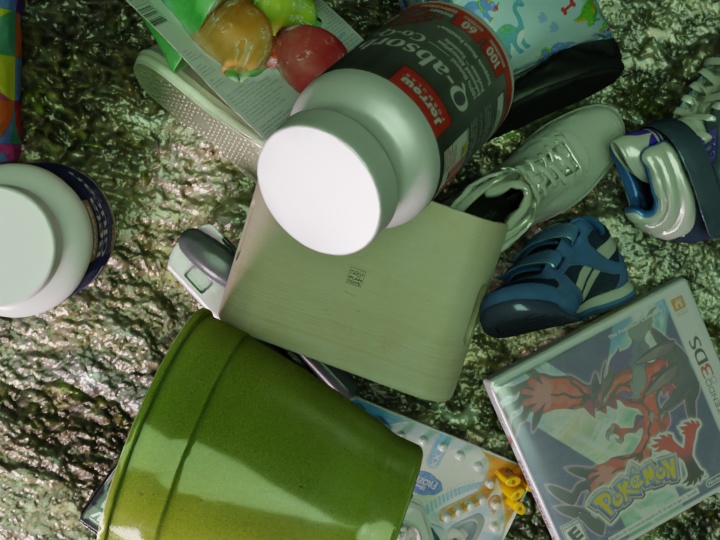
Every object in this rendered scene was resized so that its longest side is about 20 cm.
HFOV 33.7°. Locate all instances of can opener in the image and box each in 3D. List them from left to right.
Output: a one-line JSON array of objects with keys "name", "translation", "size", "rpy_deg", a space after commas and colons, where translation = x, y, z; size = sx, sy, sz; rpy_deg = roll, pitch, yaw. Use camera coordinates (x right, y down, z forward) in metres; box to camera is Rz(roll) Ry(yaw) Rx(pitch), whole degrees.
[{"name": "can opener", "translation": [-0.081, 0.046, 0.977], "size": [0.053, 0.067, 0.200], "rpy_deg": [-42, 96, 2]}]

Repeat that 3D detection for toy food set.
[{"name": "toy food set", "translation": [0.000, 0.000, 0.916], "size": [0.198, 0.060, 0.145], "rpy_deg": [19, 99, 3]}]

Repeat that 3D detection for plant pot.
[{"name": "plant pot", "translation": [-0.062, 0.155, 0.863], "size": [0.191, 0.200, 0.202], "rpy_deg": [20, 94, 3]}]

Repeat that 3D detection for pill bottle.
[{"name": "pill bottle", "translation": [-0.251, -0.025, 0.893], "size": [0.110, 0.200, 0.113], "rpy_deg": [0, 96, -4]}, {"name": "pill bottle", "translation": [0.020, -0.100, 0.828], "size": [0.115, 0.200, 0.117], "rpy_deg": [17, 129, 23]}]

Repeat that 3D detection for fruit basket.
[{"name": "fruit basket", "translation": [-0.070, -0.171, 0.915], "size": [0.200, 0.185, 0.094], "rpy_deg": [48, 131, -5]}]

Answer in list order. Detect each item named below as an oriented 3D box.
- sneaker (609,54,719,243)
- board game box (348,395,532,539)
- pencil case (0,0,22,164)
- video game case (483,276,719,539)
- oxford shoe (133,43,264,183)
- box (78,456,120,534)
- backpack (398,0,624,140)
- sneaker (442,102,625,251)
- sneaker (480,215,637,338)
[{"name": "sneaker", "translation": [0.274, -0.122, 0.963], "size": [0.145, 0.080, 0.203], "rpy_deg": [2, 101, -25]}, {"name": "board game box", "translation": [0.033, 0.229, 0.990], "size": [0.199, 0.026, 0.202], "rpy_deg": [24, 93, -26]}, {"name": "pencil case", "translation": [-0.310, -0.175, 0.936], "size": [0.087, 0.088, 0.203], "rpy_deg": [3, 93, -4]}, {"name": "video game case", "translation": [0.227, 0.131, 1.014], "size": [0.198, 0.023, 0.184], "rpy_deg": [-26, 96, -10]}, {"name": "oxford shoe", "translation": [-0.092, -0.121, 0.964], "size": [0.200, 0.075, 0.058], "rpy_deg": [40, 66, -7]}, {"name": "box", "translation": [-0.109, 0.196, 0.999], "size": [0.199, 0.049, 0.162], "rpy_deg": [36, 93, -7]}, {"name": "backpack", "translation": [0.105, -0.223, 0.939], "size": [0.162, 0.154, 0.202], "rpy_deg": [-21, 80, -5]}, {"name": "sneaker", "translation": [0.142, -0.067, 0.959], "size": [0.199, 0.116, 0.074], "rpy_deg": [-36, 94, -1]}, {"name": "sneaker", "translation": [0.150, 0.004, 0.946], "size": [0.073, 0.199, 0.083], "rpy_deg": [-14, 89, 35]}]
